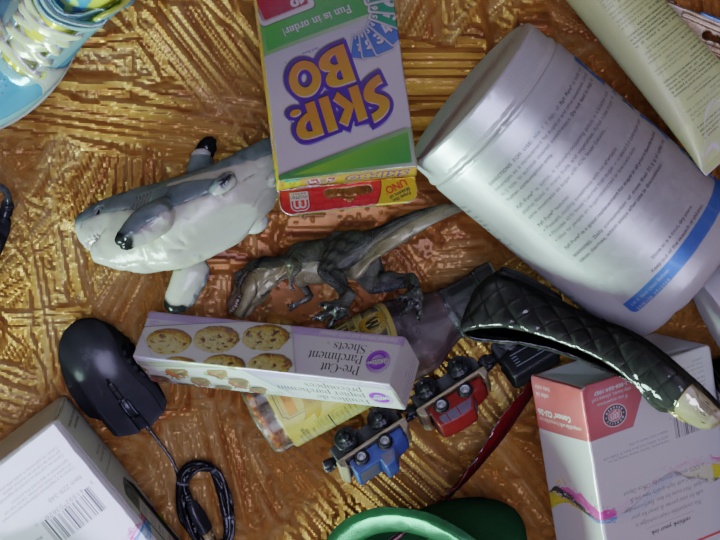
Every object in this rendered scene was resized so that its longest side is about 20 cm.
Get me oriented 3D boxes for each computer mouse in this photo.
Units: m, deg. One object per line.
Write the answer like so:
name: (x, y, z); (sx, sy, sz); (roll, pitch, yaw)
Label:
computer mouse: (-0.151, 0.121, 1.795); (0.059, 0.034, 0.200); (-34, 101, 4)

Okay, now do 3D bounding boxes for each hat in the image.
hat: (0.091, 0.185, 1.825); (0.166, 0.176, 0.200); (48, 136, -8)

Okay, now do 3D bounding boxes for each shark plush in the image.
shark plush: (-0.105, -0.065, 1.731); (0.200, 0.083, 0.091); (-41, 135, 9)

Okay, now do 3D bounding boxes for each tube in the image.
tube: (0.195, -0.160, 1.722); (0.058, 0.052, 0.200); (-42, 87, 12)

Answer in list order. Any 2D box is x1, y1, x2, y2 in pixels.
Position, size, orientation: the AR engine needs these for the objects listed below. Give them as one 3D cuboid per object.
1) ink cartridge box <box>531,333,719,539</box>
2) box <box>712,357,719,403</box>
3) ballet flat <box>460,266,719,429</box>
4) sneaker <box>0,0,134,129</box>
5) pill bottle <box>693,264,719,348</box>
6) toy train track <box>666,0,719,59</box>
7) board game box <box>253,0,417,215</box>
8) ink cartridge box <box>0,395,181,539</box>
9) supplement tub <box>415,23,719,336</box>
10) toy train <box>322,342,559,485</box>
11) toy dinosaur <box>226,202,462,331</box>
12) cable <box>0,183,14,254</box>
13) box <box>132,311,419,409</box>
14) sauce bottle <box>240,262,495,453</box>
ink cartridge box: (0.197, 0.158, 1.775); (0.116, 0.067, 0.200); (-16, 104, -29)
box: (0.344, 0.154, 1.794); (0.163, 0.086, 0.200); (-10, 102, 0)
ballet flat: (0.158, 0.062, 1.694); (0.200, 0.066, 0.057); (28, 81, 28)
sneaker: (-0.213, -0.169, 1.685); (0.079, 0.131, 0.200); (37, 98, -10)
pill bottle: (0.334, -0.009, 1.736); (0.200, 0.112, 0.112); (-30, 101, -4)
toy train track: (0.289, -0.149, 1.762); (0.200, 0.033, 0.115); (22, 107, -1)
board game box: (-0.019, -0.138, 1.705); (0.095, 0.030, 0.200); (-6, 75, -4)
ink cartridge box: (-0.209, 0.213, 1.785); (0.147, 0.086, 0.200); (-36, 102, 4)
supplement tub: (0.150, -0.059, 1.721); (0.200, 0.132, 0.132); (40, 97, -10)
toy train: (0.063, 0.093, 1.761); (0.200, 0.034, 0.046); (-32, 66, -7)
toy dinosaur: (0.000, 0.000, 1.751); (0.200, 0.088, 0.048); (-19, 135, 2)
cable: (-0.343, -0.003, 1.754); (0.163, 0.051, 0.200); (24, 100, -7)
box: (-0.060, 0.061, 1.736); (0.200, 0.039, 0.042); (6, 62, 24)
sauce bottle: (0.013, 0.057, 1.774); (0.200, 0.066, 0.066); (-30, 101, 2)
